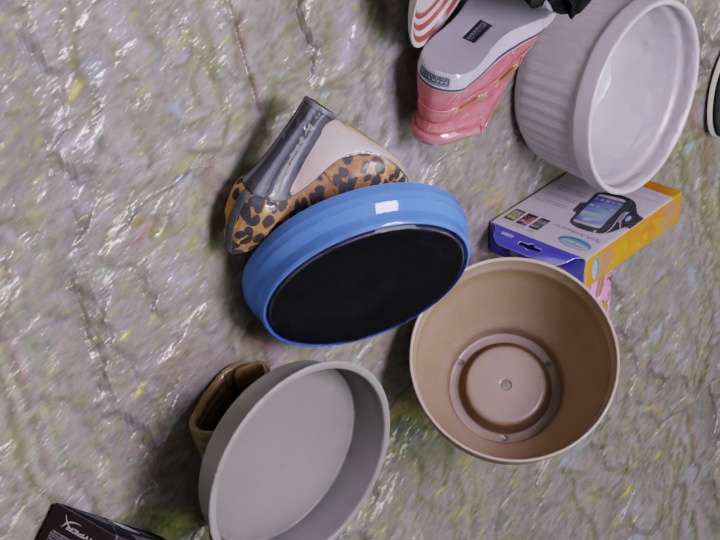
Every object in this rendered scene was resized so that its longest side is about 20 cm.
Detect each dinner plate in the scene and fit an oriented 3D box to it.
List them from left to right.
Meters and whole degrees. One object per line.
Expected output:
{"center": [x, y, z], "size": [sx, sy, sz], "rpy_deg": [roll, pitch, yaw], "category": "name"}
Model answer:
{"center": [0.083, -0.286, 1.574], "size": [0.200, 0.024, 0.200], "rpy_deg": [-59, 171, -16], "category": "dinner plate"}

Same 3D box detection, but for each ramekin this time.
{"center": [0.240, -0.184, 1.817], "size": [0.200, 0.105, 0.200], "rpy_deg": [-31, 131, -42], "category": "ramekin"}

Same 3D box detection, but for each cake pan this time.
{"center": [-0.059, 0.161, 1.551], "size": [0.200, 0.037, 0.201], "rpy_deg": [-25, 129, -36], "category": "cake pan"}

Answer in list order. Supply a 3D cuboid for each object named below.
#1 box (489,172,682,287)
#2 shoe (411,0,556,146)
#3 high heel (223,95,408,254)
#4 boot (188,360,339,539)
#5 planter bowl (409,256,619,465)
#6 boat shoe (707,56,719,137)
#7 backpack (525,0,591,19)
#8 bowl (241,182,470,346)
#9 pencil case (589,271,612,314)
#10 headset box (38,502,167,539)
{"center": [0.223, -0.045, 1.860], "size": [0.200, 0.119, 0.042], "rpy_deg": [-33, 134, -39], "category": "box"}
{"center": [0.112, -0.193, 1.679], "size": [0.200, 0.071, 0.091], "rpy_deg": [-43, 155, -40], "category": "shoe"}
{"center": [-0.038, -0.058, 1.562], "size": [0.143, 0.071, 0.200], "rpy_deg": [-55, 149, 4], "category": "high heel"}
{"center": [-0.065, 0.137, 1.617], "size": [0.200, 0.073, 0.156], "rpy_deg": [-35, 133, -30], "category": "boot"}
{"center": [0.145, 0.101, 1.800], "size": [0.200, 0.200, 0.135], "rpy_deg": [-57, 172, -14], "category": "planter bowl"}
{"center": [0.459, -0.243, 2.112], "size": [0.074, 0.066, 0.200], "rpy_deg": [13, 98, -56], "category": "boat shoe"}
{"center": [0.174, -0.300, 1.564], "size": [0.167, 0.127, 0.200], "rpy_deg": [-44, 168, 1], "category": "backpack"}
{"center": [0.000, 0.000, 1.552], "size": [0.200, 0.039, 0.201], "rpy_deg": [-17, 151, -9], "category": "bowl"}
{"center": [0.232, 0.040, 1.953], "size": [0.086, 0.083, 0.200], "rpy_deg": [-25, 128, -45], "category": "pencil case"}
{"center": [-0.224, 0.306, 1.493], "size": [0.149, 0.077, 0.200], "rpy_deg": [34, 79, -55], "category": "headset box"}
